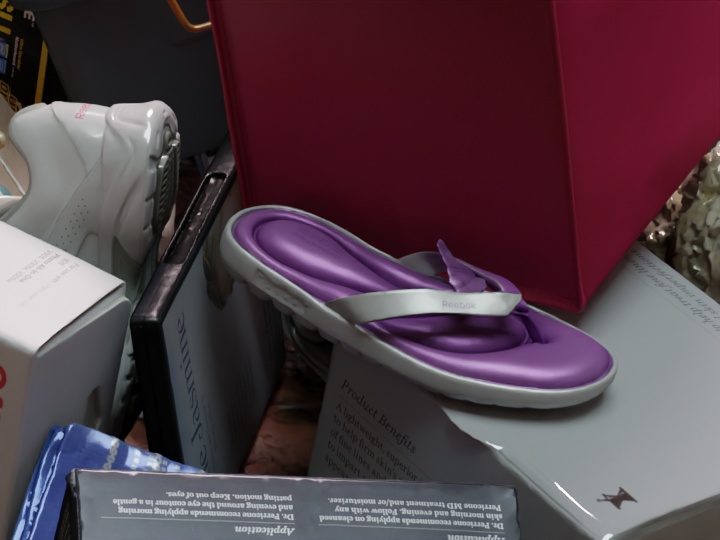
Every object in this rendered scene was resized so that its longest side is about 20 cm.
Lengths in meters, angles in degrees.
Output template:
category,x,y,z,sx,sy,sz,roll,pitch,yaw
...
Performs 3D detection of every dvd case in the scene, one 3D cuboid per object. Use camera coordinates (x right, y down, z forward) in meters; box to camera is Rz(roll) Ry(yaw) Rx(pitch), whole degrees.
category,x,y,z,sx,sy,sz,roll,pitch,yaw
dvd case,-0.073,0.036,1.480,0.018,0.143,0.200,1,30,13

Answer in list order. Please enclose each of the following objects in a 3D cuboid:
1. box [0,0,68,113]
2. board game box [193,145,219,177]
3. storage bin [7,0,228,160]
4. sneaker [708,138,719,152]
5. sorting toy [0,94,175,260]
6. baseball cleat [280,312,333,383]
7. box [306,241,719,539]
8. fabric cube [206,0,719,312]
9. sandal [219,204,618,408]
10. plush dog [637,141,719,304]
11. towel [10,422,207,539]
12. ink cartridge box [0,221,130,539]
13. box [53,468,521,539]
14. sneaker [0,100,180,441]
category,x,y,z,sx,sy,sz,roll,pitch,yaw
box,-0.150,-0.166,1.755,0.049,0.160,0.200,24,33,17
board game box,-0.024,-0.091,1.692,0.200,0.062,0.200,-11,27,8
storage bin,-0.085,-0.138,1.594,0.200,0.135,0.146,-19,26,-7
sneaker,0.214,-0.113,1.786,0.105,0.075,0.200,63,14,16
sorting toy,-0.164,-0.026,1.598,0.180,0.107,0.200,7,24,-28
baseball cleat,0.000,0.000,1.615,0.106,0.070,0.200,14,28,-29
box,0.110,0.101,1.449,0.200,0.131,0.199,-16,42,-37
fabric cube,0.058,-0.125,1.471,0.200,0.197,0.199,12,38,27
sandal,0.025,0.010,1.391,0.202,0.050,0.082,20,36,15
plush dog,0.197,0.000,1.578,0.172,0.200,0.160,-8,13,47
towel,-0.065,0.157,1.336,0.200,0.024,0.145,19,57,-2
ink cartridge box,-0.222,0.040,1.416,0.200,0.146,0.084,24,34,19
box,-0.028,0.188,1.244,0.200,0.104,0.182,4,50,-13
sneaker,-0.145,0.005,1.455,0.099,0.200,0.078,11,18,9
